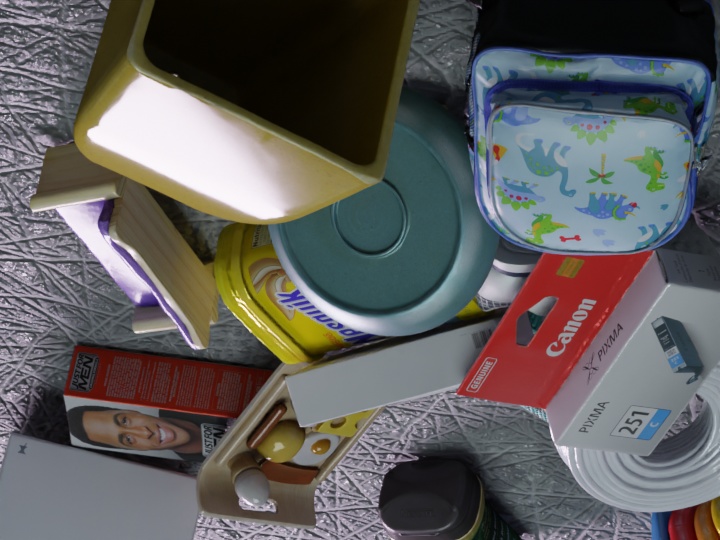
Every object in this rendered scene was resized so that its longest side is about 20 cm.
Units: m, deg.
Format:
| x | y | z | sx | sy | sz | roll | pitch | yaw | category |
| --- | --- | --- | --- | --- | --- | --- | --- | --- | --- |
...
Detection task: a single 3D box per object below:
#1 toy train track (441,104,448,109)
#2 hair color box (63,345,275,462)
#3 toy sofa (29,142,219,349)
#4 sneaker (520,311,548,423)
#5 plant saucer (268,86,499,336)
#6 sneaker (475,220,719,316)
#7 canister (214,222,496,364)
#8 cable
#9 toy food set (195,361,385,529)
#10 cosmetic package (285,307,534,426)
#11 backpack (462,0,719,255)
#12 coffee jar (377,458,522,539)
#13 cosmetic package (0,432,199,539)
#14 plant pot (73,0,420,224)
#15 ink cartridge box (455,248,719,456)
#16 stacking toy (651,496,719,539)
| x | y | z | sx | sy | sz | roll | pitch | yaw | category |
| --- | --- | --- | --- | --- | --- | --- | --- | --- | --- |
| 0.021 | -0.077 | 1.638 | 0.199 | 0.115 | 0.032 | 8 | -174 | 25 | toy train track |
| -0.178 | 0.133 | 1.987 | 0.199 | 0.061 | 0.102 | 7 | 146 | 3 | hair color box |
| -0.195 | -0.015 | 1.744 | 0.082 | 0.098 | 0.200 | -7 | 144 | 22 | toy sofa |
| 0.155 | 0.092 | 1.859 | 0.091 | 0.078 | 0.200 | -1 | 143 | 41 | sneaker |
| 0.011 | -0.044 | 1.603 | 0.199 | 0.027 | 0.201 | 6 | 105 | 23 | plant saucer |
| 0.190 | -0.002 | 1.672 | 0.199 | 0.077 | 0.081 | 2 | 134 | -6 | sneaker |
| 0.000 | 0.000 | 1.733 | 0.199 | 0.087 | 0.149 | -14 | 140 | 27 | canister |
| 0.266 | 0.125 | 1.800 | 0.199 | 0.069 | 0.200 | 26 | 115 | -26 | cable |
| -0.045 | 0.163 | 1.924 | 0.143 | 0.061 | 0.200 | 13 | 128 | -39 | toy food set |
| 0.044 | 0.081 | 1.758 | 0.199 | 0.083 | 0.051 | -16 | 95 | 24 | cosmetic package |
| 0.162 | -0.095 | 1.489 | 0.182 | 0.147 | 0.200 | 4 | 140 | 8 | backpack |
| 0.096 | 0.267 | 2.097 | 0.104 | 0.086 | 0.200 | -5 | 145 | 25 | coffee jar |
| -0.275 | 0.258 | 2.091 | 0.198 | 0.124 | 0.200 | 14 | 162 | -8 | cosmetic package |
| -0.098 | -0.143 | 1.466 | 0.195 | 0.195 | 0.200 | 24 | 149 | -21 | plant pot |
| 0.196 | 0.062 | 1.648 | 0.175 | 0.045 | 0.200 | 9 | 133 | -23 | ink cartridge box |
| 0.384 | 0.238 | 1.996 | 0.109 | 0.116 | 0.200 | 28 | 128 | -26 | stacking toy |
